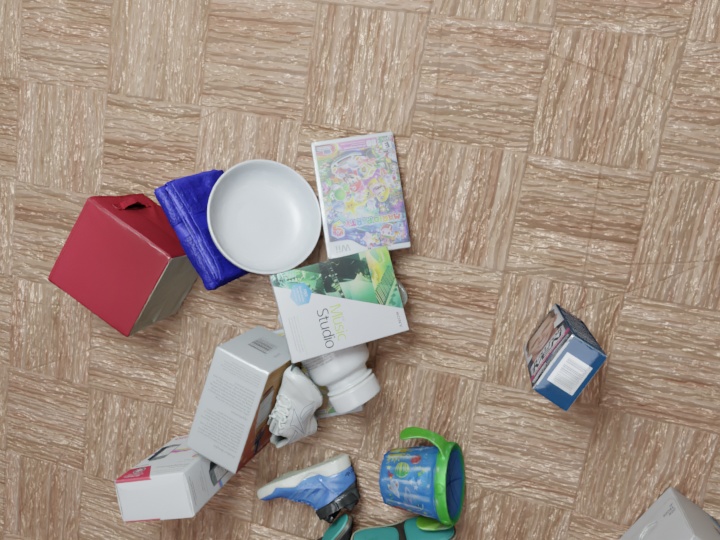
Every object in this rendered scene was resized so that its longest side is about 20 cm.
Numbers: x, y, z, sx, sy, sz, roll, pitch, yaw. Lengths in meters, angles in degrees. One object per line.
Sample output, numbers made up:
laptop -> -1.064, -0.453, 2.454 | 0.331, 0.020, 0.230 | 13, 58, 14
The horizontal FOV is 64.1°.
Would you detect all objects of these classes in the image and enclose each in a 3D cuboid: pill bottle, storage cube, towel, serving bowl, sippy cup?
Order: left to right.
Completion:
storage cube -> -0.411, -0.015, 1.052 | 0.179, 0.171, 0.201 | 34, 104, 4
towel -> -0.255, -0.078, 1.020 | 0.049, 0.147, 0.201 | -24, 94, 46
serving bowl -> -0.172, -0.088, 1.008 | 0.199, 0.066, 0.202 | 4, 80, -22
pill bottle -> -0.050, 0.137, 0.999 | 0.114, 0.114, 0.201 | -28, 91, 15
sippy cup -> 0.107, 0.371, 1.021 | 0.129, 0.140, 0.179 | -3, 74, 23

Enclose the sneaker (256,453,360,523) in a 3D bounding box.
sneaker -> -0.096, 0.434, 1.094 | 0.199, 0.077, 0.112 | -22, 82, 9

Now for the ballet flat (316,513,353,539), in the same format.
ballet flat -> -0.063, 0.543, 1.117 | 0.068, 0.068, 0.200 | 42, 115, -6

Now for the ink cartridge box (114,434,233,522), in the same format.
ink cartridge box -> -0.332, 0.379, 1.079 | 0.147, 0.200, 0.086 | -12, 95, 14

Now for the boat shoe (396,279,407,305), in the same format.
boat shoe -> 0.000, 0.000, 1.013 | 0.201, 0.075, 0.060 | 56, 147, 15

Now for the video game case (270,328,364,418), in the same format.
video game case -> -0.108, 0.194, 1.090 | 0.199, 0.023, 0.183 | -13, 95, 15

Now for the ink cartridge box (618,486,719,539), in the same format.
ink cartridge box -> 0.550, 0.491, 0.922 | 0.199, 0.145, 0.148 | 35, 105, 6

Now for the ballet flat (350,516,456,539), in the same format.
ballet flat -> 0.080, 0.504, 1.075 | 0.198, 0.069, 0.070 | -5, 98, 3

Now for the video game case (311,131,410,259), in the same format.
video game case -> 0.000, -0.128, 0.979 | 0.142, 0.018, 0.202 | -9, 86, -4

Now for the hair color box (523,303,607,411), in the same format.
hair color box -> 0.309, 0.127, 0.892 | 0.060, 0.200, 0.100 | 33, 104, 5

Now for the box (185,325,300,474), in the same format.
box -> -0.201, 0.223, 1.024 | 0.106, 0.152, 0.201 | 24, 106, 13

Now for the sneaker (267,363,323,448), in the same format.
sneaker -> -0.118, 0.244, 1.001 | 0.074, 0.087, 0.201 | 36, 140, 32

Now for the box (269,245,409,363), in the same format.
box -> -0.033, 0.053, 0.931 | 0.199, 0.036, 0.145 | -15, 89, -11
